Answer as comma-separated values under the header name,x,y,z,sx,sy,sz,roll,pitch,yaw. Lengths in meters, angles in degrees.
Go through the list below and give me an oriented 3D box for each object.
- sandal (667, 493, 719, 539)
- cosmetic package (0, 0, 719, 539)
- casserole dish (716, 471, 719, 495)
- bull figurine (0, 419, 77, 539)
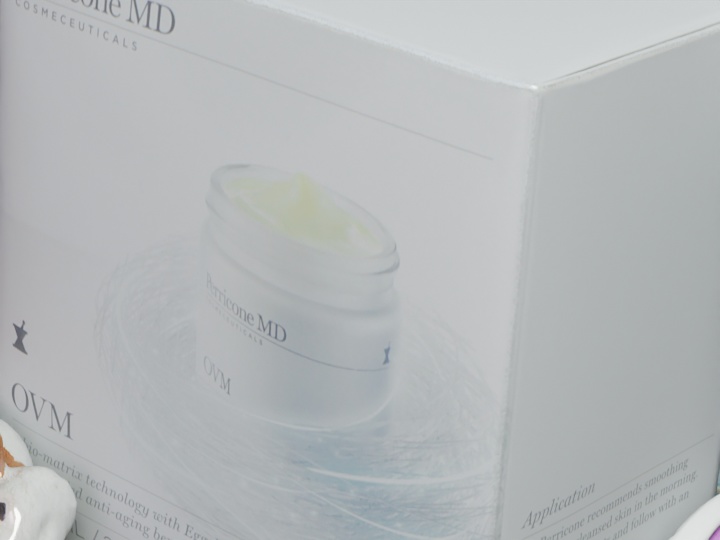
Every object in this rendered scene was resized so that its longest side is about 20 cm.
name,x,y,z,sx,sy,sz,roll,pitch,yaw
sandal,0.087,0.159,0.735,0.050,0.082,0.203,16,70,35
cosmetic package,0.000,0.000,0.761,0.199,0.123,0.201,22,118,36
casserole dish,0.137,0.139,0.801,0.200,0.039,0.121,45,104,19
bull figurine,-0.170,0.047,0.795,0.121,0.065,0.200,-30,58,-8
